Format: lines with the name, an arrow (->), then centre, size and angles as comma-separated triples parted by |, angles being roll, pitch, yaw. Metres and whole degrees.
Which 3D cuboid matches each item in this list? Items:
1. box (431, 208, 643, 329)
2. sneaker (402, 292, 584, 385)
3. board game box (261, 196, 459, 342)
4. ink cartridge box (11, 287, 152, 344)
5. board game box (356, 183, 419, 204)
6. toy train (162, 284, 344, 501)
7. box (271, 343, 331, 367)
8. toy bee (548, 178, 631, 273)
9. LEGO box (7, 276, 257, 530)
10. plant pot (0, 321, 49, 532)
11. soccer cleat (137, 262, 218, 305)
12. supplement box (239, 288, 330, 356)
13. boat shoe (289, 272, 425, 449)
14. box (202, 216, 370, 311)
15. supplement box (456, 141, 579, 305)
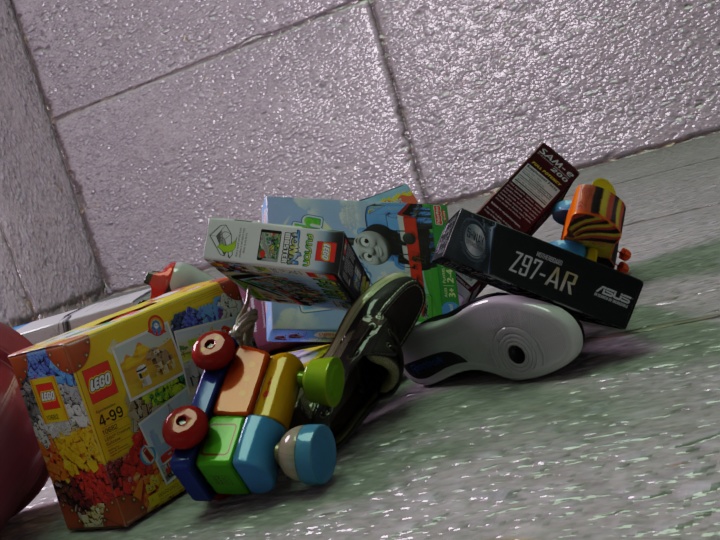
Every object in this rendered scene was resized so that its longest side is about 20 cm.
box -> 0.147, 0.000, 0.899 | 0.160, 0.044, 0.200 | 22, 0, 2
sneaker -> 0.132, 0.046, 0.892 | 0.112, 0.073, 0.200 | -24, 8, -42
board game box -> 0.000, 0.000, 1.050 | 0.199, 0.152, 0.037 | 1, -25, -14
ink cartridge box -> -0.301, 0.118, 1.098 | 0.199, 0.146, 0.084 | -16, 7, 10
board game box -> 0.000, -0.003, 1.255 | 0.105, 0.103, 0.200 | -22, -14, -37
toy train -> -0.063, 0.080, 0.777 | 0.115, 0.085, 0.200 | -2, 46, 19
box -> -0.061, 0.110, 0.985 | 0.199, 0.049, 0.117 | -11, 8, 31
toy bee -> 0.261, -0.038, 1.130 | 0.108, 0.131, 0.200 | 15, 1, -3
LEGO box -> -0.173, 0.105, 0.849 | 0.077, 0.149, 0.200 | -13, 8, 36
plant pot -> -0.346, 0.151, 0.807 | 0.199, 0.201, 0.179 | -17, 21, -6
soccer cleat -> -0.185, 0.092, 0.972 | 0.085, 0.201, 0.069 | 16, 5, -3
supplement box -> -0.097, 0.064, 1.125 | 0.199, 0.086, 0.110 | -16, -24, 14
boat shoe -> 0.007, 0.081, 0.852 | 0.065, 0.073, 0.200 | 12, 50, 37
box -> -0.056, -0.001, 0.867 | 0.110, 0.035, 0.200 | 7, -10, 8
supplement box -> 0.159, -0.044, 1.165 | 0.200, 0.061, 0.109 | -46, -10, -12
